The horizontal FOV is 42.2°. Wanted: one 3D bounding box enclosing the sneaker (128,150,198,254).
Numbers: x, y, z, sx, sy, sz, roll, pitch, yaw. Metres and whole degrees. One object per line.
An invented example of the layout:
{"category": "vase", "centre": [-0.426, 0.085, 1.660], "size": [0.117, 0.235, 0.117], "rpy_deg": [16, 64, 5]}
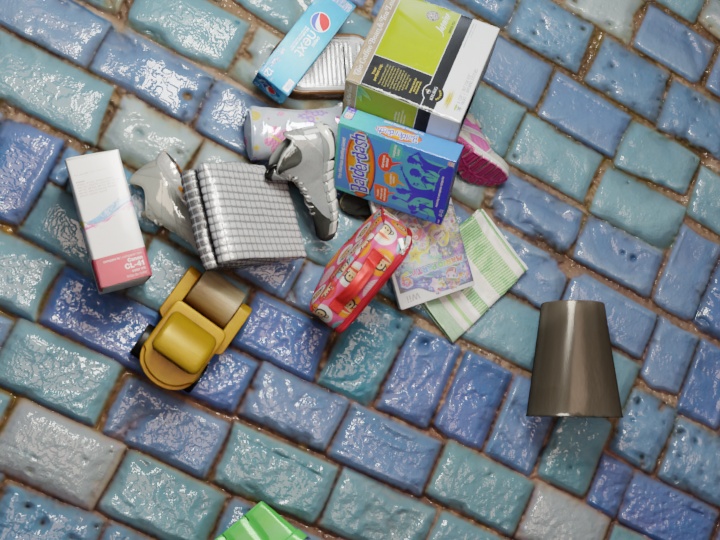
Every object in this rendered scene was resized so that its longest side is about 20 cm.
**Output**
{"category": "sneaker", "centre": [-0.302, -0.088, 1.518], "size": [0.092, 0.076, 0.201], "rpy_deg": [-30, 90, -2]}

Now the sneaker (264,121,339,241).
{"category": "sneaker", "centre": [-0.101, -0.140, 1.527], "size": [0.115, 0.075, 0.201], "rpy_deg": [-10, 112, -21]}

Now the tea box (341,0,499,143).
{"category": "tea box", "centre": [0.094, -0.315, 1.520], "size": [0.196, 0.134, 0.201], "rpy_deg": [23, 66, 5]}

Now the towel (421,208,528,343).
{"category": "towel", "centre": [0.188, 0.006, 1.663], "size": [0.200, 0.023, 0.153], "rpy_deg": [-41, 97, -15]}

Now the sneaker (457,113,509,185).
{"category": "sneaker", "centre": [0.192, -0.229, 1.654], "size": [0.200, 0.081, 0.089], "rpy_deg": [37, 56, -23]}

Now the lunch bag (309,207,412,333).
{"category": "lunch bag", "centre": [0.000, 0.000, 1.509], "size": [0.082, 0.176, 0.200], "rpy_deg": [38, 102, -8]}

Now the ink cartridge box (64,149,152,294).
{"category": "ink cartridge box", "centre": [-0.390, -0.072, 1.445], "size": [0.085, 0.148, 0.201], "rpy_deg": [-13, 90, -16]}

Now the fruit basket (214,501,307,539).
{"category": "fruit basket", "centre": [-0.155, 0.490, 1.456], "size": [0.214, 0.156, 0.217], "rpy_deg": [2, 73, -6]}

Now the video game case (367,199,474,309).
{"category": "video game case", "centre": [0.106, -0.049, 1.614], "size": [0.142, 0.018, 0.201], "rpy_deg": [-18, 97, -13]}

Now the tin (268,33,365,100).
{"category": "tin", "centre": [-0.060, -0.354, 1.619], "size": [0.199, 0.042, 0.113], "rpy_deg": [-4, 91, -16]}

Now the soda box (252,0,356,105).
{"category": "soda box", "centre": [-0.094, -0.377, 1.557], "size": [0.064, 0.068, 0.200], "rpy_deg": [38, 77, -10]}

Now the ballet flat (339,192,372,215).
{"category": "ballet flat", "centre": [0.055, -0.146, 1.635], "size": [0.199, 0.057, 0.067], "rpy_deg": [-22, 116, -11]}

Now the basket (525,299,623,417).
{"category": "basket", "centre": [0.375, 0.158, 1.649], "size": [0.179, 0.136, 0.202], "rpy_deg": [3, 81, -19]}

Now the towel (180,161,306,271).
{"category": "towel", "centre": [-0.190, -0.085, 1.496], "size": [0.200, 0.085, 0.167], "rpy_deg": [-5, 77, -56]}

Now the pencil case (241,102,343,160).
{"category": "pencil case", "centre": [-0.098, -0.233, 1.572], "size": [0.199, 0.083, 0.091], "rpy_deg": [-5, 104, -15]}

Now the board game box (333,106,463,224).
{"category": "board game box", "centre": [0.056, -0.168, 1.517], "size": [0.199, 0.153, 0.045], "rpy_deg": [20, 53, 9]}

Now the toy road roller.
{"category": "toy road roller", "centre": [-0.263, 0.094, 1.466], "size": [0.123, 0.146, 0.201], "rpy_deg": [36, 77, -10]}
